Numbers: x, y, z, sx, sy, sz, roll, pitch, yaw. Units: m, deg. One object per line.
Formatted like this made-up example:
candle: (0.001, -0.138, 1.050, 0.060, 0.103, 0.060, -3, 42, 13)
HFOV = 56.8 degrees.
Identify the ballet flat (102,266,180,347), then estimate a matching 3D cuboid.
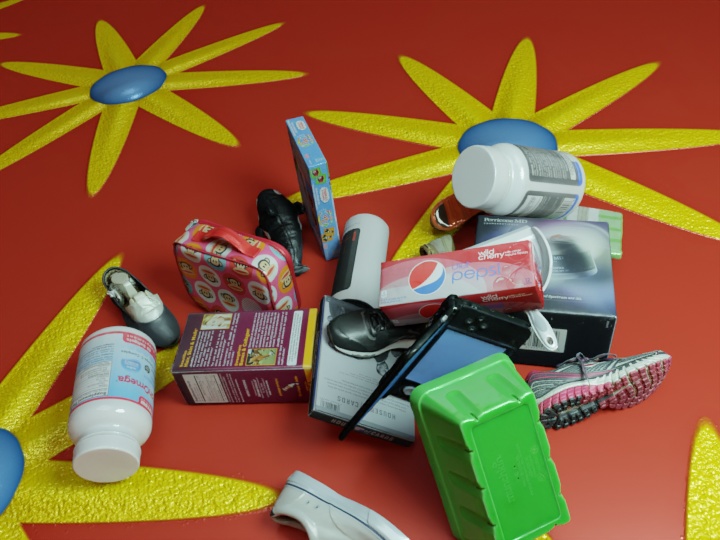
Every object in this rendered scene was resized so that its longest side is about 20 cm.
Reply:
ballet flat: (-0.367, 0.053, 1.091, 0.073, 0.073, 0.200, -35, 50, -24)

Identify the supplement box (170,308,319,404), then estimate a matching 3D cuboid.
supplement box: (-0.158, 0.126, 0.972, 0.199, 0.086, 0.111, -2, 45, 5)

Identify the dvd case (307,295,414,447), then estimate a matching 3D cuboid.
dvd case: (0.006, 0.136, 0.930, 0.150, 0.025, 0.200, 21, 42, -17)

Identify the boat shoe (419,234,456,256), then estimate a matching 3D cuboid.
boat shoe: (0.126, 0.006, 1.048, 0.066, 0.074, 0.200, -14, 20, 8)

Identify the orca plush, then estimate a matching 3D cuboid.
orca plush: (-0.155, -0.078, 1.173, 0.105, 0.071, 0.201, -18, 57, 18)

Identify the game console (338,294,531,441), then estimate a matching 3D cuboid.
game console: (0.090, 0.137, 0.809, 0.175, 0.200, 0.117, 20, 43, -15)

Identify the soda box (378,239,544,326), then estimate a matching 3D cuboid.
soda box: (0.126, 0.018, 0.844, 0.199, 0.063, 0.070, -10, 58, 22)

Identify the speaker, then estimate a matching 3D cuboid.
speaker: (0.000, 0.000, 1.082, 0.081, 0.081, 0.200, 1, 45, 9)

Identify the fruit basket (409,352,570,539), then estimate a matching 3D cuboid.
fruit basket: (0.150, 0.204, 0.801, 0.155, 0.216, 0.216, -20, 45, -13)

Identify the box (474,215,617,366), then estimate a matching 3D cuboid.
box: (0.262, 0.026, 0.986, 0.199, 0.124, 0.199, 4, 44, 12)

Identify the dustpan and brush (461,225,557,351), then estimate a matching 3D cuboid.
dustpan and brush: (0.204, 0.026, 0.867, 0.139, 0.057, 0.200, -21, 60, -1)

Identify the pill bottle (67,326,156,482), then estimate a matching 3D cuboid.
pill bottle: (-0.344, 0.184, 0.926, 0.108, 0.109, 0.200, -12, 45, -3)

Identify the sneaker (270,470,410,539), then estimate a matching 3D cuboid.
sneaker: (-0.020, 0.311, 0.784, 0.200, 0.073, 0.071, 16, 58, 35)

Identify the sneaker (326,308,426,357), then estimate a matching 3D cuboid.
sneaker: (0.052, 0.065, 0.931, 0.199, 0.088, 0.076, -1, 50, -24)

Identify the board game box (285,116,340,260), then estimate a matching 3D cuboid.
board game box: (-0.080, -0.140, 1.149, 0.036, 0.200, 0.151, -17, 45, -10)

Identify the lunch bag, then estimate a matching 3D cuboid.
lunch bag: (-0.197, 0.001, 1.040, 0.199, 0.177, 0.082, 18, 50, 24)

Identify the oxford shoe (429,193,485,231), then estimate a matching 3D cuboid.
oxford shoe: (0.210, -0.130, 1.172, 0.199, 0.073, 0.072, -23, 89, -3)

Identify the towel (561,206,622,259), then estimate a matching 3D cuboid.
towel: (0.336, -0.070, 1.123, 0.199, 0.031, 0.149, 12, 36, 16)

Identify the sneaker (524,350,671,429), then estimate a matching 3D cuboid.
sneaker: (0.319, 0.141, 0.890, 0.199, 0.081, 0.075, -14, 42, -6)

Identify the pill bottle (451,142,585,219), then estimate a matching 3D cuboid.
pill bottle: (0.249, -0.141, 1.053, 0.199, 0.114, 0.114, 0, 36, -34)
